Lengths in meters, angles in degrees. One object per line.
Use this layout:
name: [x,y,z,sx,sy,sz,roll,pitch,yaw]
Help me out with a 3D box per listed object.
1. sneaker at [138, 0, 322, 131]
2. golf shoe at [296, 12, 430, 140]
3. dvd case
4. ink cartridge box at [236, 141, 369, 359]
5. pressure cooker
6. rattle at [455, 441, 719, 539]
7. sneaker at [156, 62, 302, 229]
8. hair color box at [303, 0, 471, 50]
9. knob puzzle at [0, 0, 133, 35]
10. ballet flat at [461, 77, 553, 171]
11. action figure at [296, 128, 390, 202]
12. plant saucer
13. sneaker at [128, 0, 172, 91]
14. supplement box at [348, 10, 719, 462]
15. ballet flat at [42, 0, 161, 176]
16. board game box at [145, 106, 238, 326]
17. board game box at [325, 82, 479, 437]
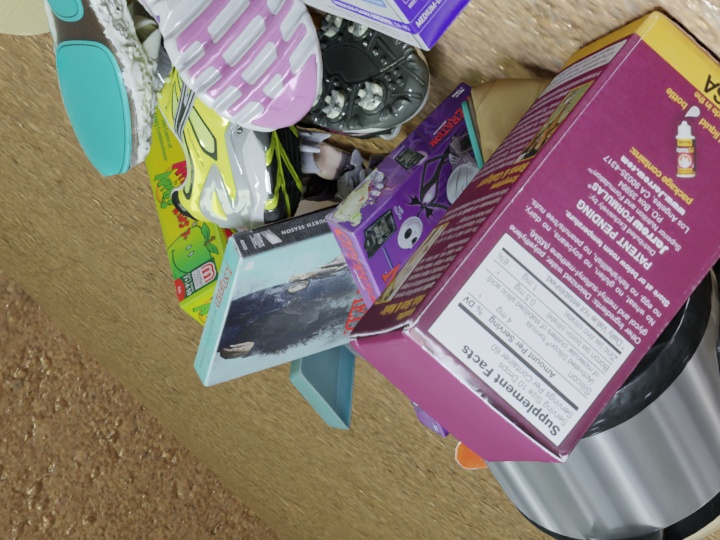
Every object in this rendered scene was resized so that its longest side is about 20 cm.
sneaker: [-0.093,-0.163,1.303,0.200,0.080,0.088,49,-176,1]
golf shoe: [0.002,-0.116,1.427,0.088,0.077,0.200,20,178,-28]
dvd case: [0.000,0.000,1.442,0.022,0.199,0.146,60,152,25]
ink cartridge box: [0.001,-0.006,1.748,0.146,0.084,0.200,26,162,52]
pressure cooker: [0.144,0.066,1.373,0.178,0.176,0.200,33,164,40]
rattle: [0.181,0.115,1.531,0.199,0.131,0.143,-9,-179,27]
sneaker: [-0.086,-0.122,1.378,0.076,0.201,0.075,-4,-179,18]
hair color box: [-0.028,-0.205,1.164,0.109,0.065,0.200,27,161,47]
knob puzzle: [-0.212,-0.228,1.404,0.220,0.220,0.030,42,-153,-16]
ballet flat: [0.101,-0.013,1.248,0.069,0.063,0.201,42,-144,-71]
action figure: [-0.017,-0.052,1.490,0.200,0.070,0.130,13,-175,-42]
plant saucer: [-0.028,0.041,1.855,0.070,0.019,0.200,51,-155,-29]
sneaker: [-0.138,-0.188,1.487,0.201,0.073,0.112,63,167,-9]
supplement box: [0.103,-0.013,1.148,0.103,0.200,0.131,41,169,-8]
ballet flat: [-0.150,-0.153,1.384,0.072,0.072,0.201,24,137,50]
board game box: [-0.111,-0.034,1.804,0.102,0.048,0.200,43,-158,-47]
board game box: [0.055,-0.003,1.390,0.032,0.120,0.200,35,160,39]
